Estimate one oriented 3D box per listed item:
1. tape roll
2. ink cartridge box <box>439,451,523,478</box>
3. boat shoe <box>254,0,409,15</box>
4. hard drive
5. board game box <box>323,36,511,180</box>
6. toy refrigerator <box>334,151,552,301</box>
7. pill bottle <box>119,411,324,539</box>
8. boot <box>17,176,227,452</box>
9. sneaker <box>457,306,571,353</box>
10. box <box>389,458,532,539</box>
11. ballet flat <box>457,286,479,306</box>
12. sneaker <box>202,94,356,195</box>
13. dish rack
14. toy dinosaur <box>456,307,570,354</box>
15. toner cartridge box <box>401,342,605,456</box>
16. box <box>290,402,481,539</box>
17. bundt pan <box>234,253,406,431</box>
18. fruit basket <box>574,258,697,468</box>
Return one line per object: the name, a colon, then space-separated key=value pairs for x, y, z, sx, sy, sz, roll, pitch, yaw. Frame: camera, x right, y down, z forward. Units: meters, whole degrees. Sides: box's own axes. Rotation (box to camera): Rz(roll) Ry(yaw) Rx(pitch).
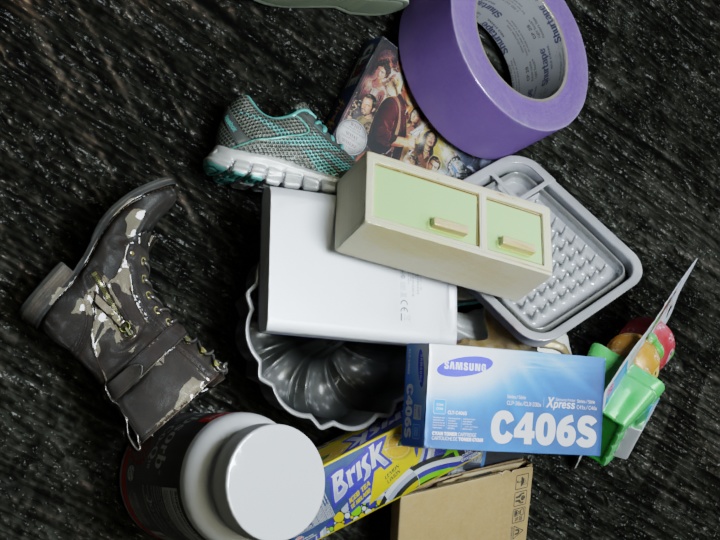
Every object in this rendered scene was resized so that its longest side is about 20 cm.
tape roll: x=0.140 y=-0.224 z=1.513 sx=0.199 sy=0.085 sz=0.202 roll=16 pitch=64 yaw=-36
ink cartridge box: x=0.116 y=0.176 z=1.465 sx=0.098 sy=0.039 sz=0.202 roll=3 pitch=102 yaw=-26
boat shoe: x=-0.039 y=-0.296 z=1.443 sx=0.200 sy=0.071 sz=0.061 roll=0 pitch=81 yaw=-40
hard drive: x=0.000 y=0.000 z=1.363 sx=0.198 sy=0.025 sz=0.133 roll=7 pitch=78 yaw=-27
board game box: x=0.059 y=-0.127 z=1.505 sx=0.199 sy=0.034 sz=0.136 roll=35 pitch=67 yaw=-25
toy refrigerator: x=0.080 y=-0.040 z=1.352 sx=0.198 sy=0.070 sz=0.077 roll=16 pitch=59 yaw=-23
pill bottle: x=-0.120 y=0.180 z=1.257 sx=0.115 sy=0.199 sz=0.117 roll=4 pitch=82 yaw=-33
boot: x=-0.184 y=0.037 z=1.285 sx=0.174 sy=0.069 sz=0.200 roll=42 pitch=74 yaw=-1
sneaker: x=0.138 y=0.066 z=1.528 sx=0.199 sy=0.075 sz=0.101 roll=18 pitch=56 yaw=-30
box: x=0.096 y=0.296 z=1.448 sx=0.162 sy=0.021 sz=0.202 roll=-8 pitch=111 yaw=-31
ballet flat: x=0.155 y=-0.012 z=1.536 sx=0.199 sy=0.067 sz=0.063 roll=-15 pitch=109 yaw=-42
sneaker: x=-0.048 y=-0.114 z=1.394 sx=0.198 sy=0.077 sz=0.092 roll=13 pitch=80 yaw=-22
dish rack: x=0.165 y=-0.015 z=1.465 sx=0.171 sy=0.044 sz=0.200 roll=-30 pitch=61 yaw=-30
toy dinosaur: x=0.169 y=0.065 z=1.452 sx=0.199 sy=0.058 sz=0.101 roll=-29 pitch=76 yaw=-39
toner cartridge box: x=0.135 y=0.121 z=1.351 sx=0.198 sy=0.043 sz=0.096 roll=6 pitch=84 yaw=-28
box: x=0.009 y=0.184 z=1.376 sx=0.198 sy=0.070 sz=0.065 roll=-26 pitch=100 yaw=-8
bundt pan: x=-0.036 y=0.055 z=1.394 sx=0.200 sy=0.076 sz=0.204 roll=6 pitch=79 yaw=-29
fruit basket: x=0.298 y=0.106 z=1.562 sx=0.093 sy=0.186 sz=0.200 roll=37 pitch=62 yaw=17
